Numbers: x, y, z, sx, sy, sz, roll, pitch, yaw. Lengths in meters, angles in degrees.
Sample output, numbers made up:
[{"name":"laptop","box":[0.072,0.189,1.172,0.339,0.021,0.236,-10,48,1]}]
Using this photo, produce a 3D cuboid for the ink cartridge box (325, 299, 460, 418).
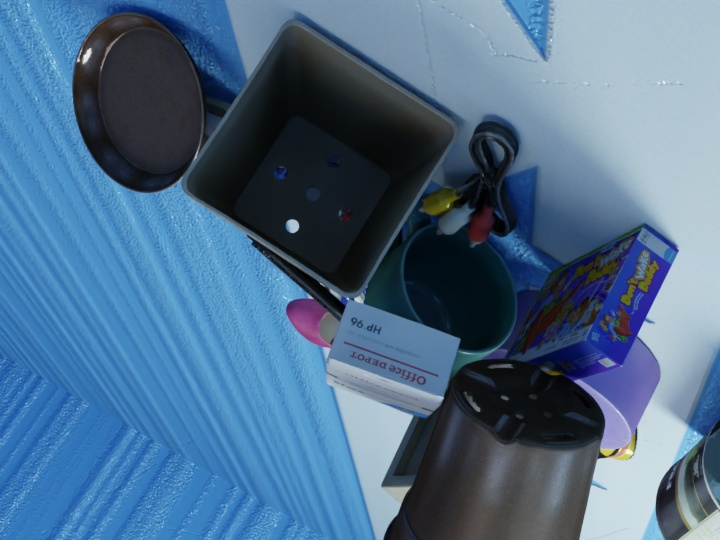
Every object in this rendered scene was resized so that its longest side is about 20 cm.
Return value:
[{"name":"ink cartridge box","box":[0.029,0.086,1.196,0.115,0.068,0.200,19,169,2]}]

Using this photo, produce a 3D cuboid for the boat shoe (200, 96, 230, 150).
[{"name":"boat shoe","box":[-0.222,-0.171,1.453,0.199,0.069,0.075,16,159,39]}]

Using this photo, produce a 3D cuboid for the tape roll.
[{"name":"tape roll","box":[0.239,0.117,1.437,0.199,0.085,0.200,27,158,12]}]

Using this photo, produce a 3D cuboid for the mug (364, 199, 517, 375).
[{"name":"mug","box":[0.081,0.027,1.372,0.151,0.186,0.114,19,147,-22]}]

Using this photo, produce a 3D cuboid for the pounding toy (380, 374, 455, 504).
[{"name":"pounding toy","box":[0.139,0.214,1.455,0.142,0.185,0.199,43,148,-24]}]

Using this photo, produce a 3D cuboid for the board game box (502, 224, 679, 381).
[{"name":"board game box","box":[0.222,0.045,1.235,0.045,0.135,0.200,35,158,-8]}]

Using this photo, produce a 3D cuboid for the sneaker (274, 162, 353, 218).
[{"name":"sneaker","box":[-0.086,-0.096,1.415,0.199,0.076,0.077,7,175,45]}]

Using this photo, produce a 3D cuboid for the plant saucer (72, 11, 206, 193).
[{"name":"plant saucer","box":[-0.242,-0.188,1.388,0.199,0.034,0.202,11,109,33]}]

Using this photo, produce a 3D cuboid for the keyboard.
[{"name":"keyboard","box":[-0.054,0.020,1.390,0.200,0.021,0.127,43,-178,-26]}]

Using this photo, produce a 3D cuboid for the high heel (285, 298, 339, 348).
[{"name":"high heel","box":[-0.009,0.092,1.738,0.199,0.068,0.096,32,169,-12]}]

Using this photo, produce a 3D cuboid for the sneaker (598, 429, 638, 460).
[{"name":"sneaker","box":[0.266,0.216,1.593,0.089,0.071,0.200,12,161,-23]}]

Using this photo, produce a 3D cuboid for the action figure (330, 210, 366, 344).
[{"name":"action figure","box":[0.000,0.000,1.453,0.065,0.052,0.202,12,114,16]}]

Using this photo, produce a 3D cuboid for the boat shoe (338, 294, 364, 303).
[{"name":"boat shoe","box":[0.041,0.051,1.597,0.068,0.075,0.200,8,156,36]}]

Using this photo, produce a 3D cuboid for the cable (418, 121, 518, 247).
[{"name":"cable","box":[0.123,-0.075,1.229,0.097,0.051,0.200,32,160,0]}]

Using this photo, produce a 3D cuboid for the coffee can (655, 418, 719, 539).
[{"name":"coffee can","box":[0.423,0.245,1.370,0.146,0.147,0.200,28,158,10]}]

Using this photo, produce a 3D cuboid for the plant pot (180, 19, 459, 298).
[{"name":"plant pot","box":[-0.043,-0.096,1.251,0.199,0.201,0.177,32,171,0]}]

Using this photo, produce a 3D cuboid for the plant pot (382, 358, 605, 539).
[{"name":"plant pot","box":[0.137,0.207,1.188,0.199,0.200,0.200,24,118,21]}]
